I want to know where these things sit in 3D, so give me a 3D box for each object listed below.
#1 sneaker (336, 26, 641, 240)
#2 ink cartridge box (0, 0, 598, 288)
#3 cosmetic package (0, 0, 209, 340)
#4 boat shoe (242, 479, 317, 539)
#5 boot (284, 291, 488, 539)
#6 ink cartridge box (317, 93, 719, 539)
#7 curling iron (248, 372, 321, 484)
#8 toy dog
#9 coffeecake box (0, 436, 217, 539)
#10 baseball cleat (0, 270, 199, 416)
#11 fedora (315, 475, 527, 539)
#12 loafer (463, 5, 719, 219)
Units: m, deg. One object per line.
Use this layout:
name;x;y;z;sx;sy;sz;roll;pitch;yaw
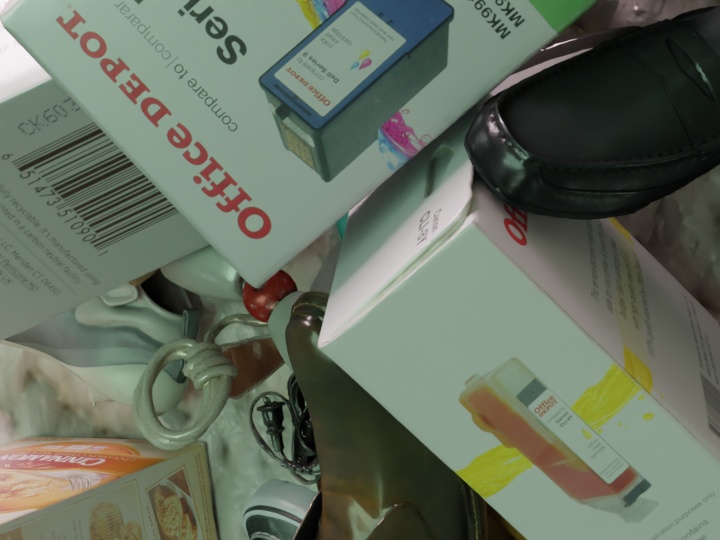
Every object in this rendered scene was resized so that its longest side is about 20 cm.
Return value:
sneaker;0.069;-0.021;0.830;0.200;0.083;0.121;-31;76;46
ink cartridge box;-0.013;-0.115;0.693;0.200;0.088;0.145;-38;104;16
cosmetic package;-0.169;-0.106;0.874;0.164;0.165;0.201;-25;57;8
boat shoe;0.006;0.186;0.848;0.199;0.068;0.074;49;147;5
boot;0.001;0.112;0.753;0.075;0.097;0.200;1;125;51
ink cartridge box;0.084;0.038;0.736;0.083;0.145;0.200;-40;106;21
curling iron;0.000;0.000;0.811;0.049;0.026;0.201;24;98;22
toy dog;-0.058;0.009;0.928;0.132;0.096;0.200;-26;57;5
coffeecake box;-0.202;0.152;1.009;0.153;0.200;0.073;-2;100;38
baseball cleat;-0.172;0.007;1.047;0.199;0.070;0.107;23;108;22
fedora;0.069;0.123;0.851;0.200;0.082;0.201;32;143;28
loafer;0.126;-0.072;0.701;0.068;0.200;0.070;58;144;23
